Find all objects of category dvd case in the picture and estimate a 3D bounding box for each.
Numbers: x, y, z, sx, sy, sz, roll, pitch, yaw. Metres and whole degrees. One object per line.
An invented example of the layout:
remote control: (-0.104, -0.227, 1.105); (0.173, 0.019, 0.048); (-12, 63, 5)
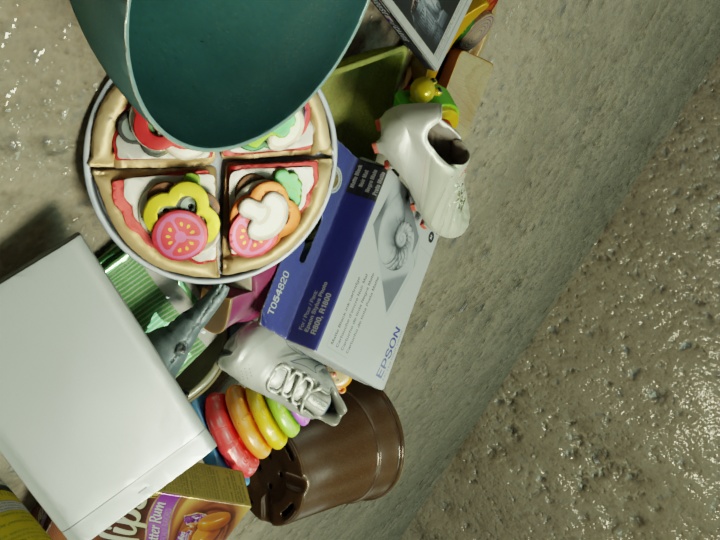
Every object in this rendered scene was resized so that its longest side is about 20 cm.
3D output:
dvd case: (0.063, -0.297, 0.728); (0.152, 0.025, 0.200); (-63, 152, 0)

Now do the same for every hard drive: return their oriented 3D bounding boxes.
hard drive: (-0.215, 0.092, 0.593); (0.131, 0.027, 0.202); (-34, 109, -16)

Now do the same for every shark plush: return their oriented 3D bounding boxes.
shark plush: (-0.170, 0.102, 0.672); (0.200, 0.083, 0.091); (-46, 135, -14)

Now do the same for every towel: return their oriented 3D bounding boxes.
towel: (-0.222, 0.074, 0.685); (0.200, 0.023, 0.153); (-46, 134, -17)

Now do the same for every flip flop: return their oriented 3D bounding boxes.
flip flop: (-0.209, 0.104, 0.768); (0.199, 0.081, 0.058); (-39, 149, -19)

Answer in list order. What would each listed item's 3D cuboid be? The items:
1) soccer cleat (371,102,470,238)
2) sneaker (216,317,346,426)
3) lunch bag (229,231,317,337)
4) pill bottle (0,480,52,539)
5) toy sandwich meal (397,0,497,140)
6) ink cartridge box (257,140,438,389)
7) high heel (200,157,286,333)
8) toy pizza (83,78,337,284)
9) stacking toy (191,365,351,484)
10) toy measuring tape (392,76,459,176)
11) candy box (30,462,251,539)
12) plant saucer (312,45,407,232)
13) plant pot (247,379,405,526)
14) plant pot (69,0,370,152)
soccer cleat: (0.082, -0.094, 0.789); (0.200, 0.076, 0.070); (46, 43, -50)
sneaker: (-0.071, 0.107, 0.809); (0.075, 0.087, 0.200); (-51, 147, 2)
lunch bag: (-0.076, 0.037, 0.883); (0.199, 0.076, 0.161); (-36, 161, -10)
pill bottle: (-0.300, 0.283, 0.672); (0.111, 0.199, 0.112); (-43, 156, -24)
toy sandwich meal: (0.112, -0.241, 0.902); (0.205, 0.070, 0.206); (-43, 156, -24)
ink cartridge box: (0.000, 0.000, 0.798); (0.200, 0.040, 0.202); (37, 71, -53)
high heel: (-0.090, -0.041, 0.709); (0.096, 0.066, 0.203); (-37, 143, -64)
toy pizza: (-0.108, -0.081, 0.600); (0.197, 0.032, 0.203); (-9, 114, -20)
stacking toy: (-0.097, 0.164, 0.938); (0.198, 0.117, 0.110); (-27, 159, 1)
toy measuring tape: (0.068, -0.144, 0.853); (0.074, 0.073, 0.201); (-45, 163, -19)
candy box: (-0.230, 0.254, 0.827); (0.198, 0.057, 0.117); (22, 115, -34)
plant saucer: (-0.052, -0.123, 0.776); (0.199, 0.048, 0.202); (-33, 150, -43)
plant pot: (-0.070, 0.267, 1.154); (0.197, 0.200, 0.202); (-7, 131, -49)
plant pot: (-0.098, -0.192, 0.462); (0.200, 0.134, 0.201); (-43, 156, -25)
